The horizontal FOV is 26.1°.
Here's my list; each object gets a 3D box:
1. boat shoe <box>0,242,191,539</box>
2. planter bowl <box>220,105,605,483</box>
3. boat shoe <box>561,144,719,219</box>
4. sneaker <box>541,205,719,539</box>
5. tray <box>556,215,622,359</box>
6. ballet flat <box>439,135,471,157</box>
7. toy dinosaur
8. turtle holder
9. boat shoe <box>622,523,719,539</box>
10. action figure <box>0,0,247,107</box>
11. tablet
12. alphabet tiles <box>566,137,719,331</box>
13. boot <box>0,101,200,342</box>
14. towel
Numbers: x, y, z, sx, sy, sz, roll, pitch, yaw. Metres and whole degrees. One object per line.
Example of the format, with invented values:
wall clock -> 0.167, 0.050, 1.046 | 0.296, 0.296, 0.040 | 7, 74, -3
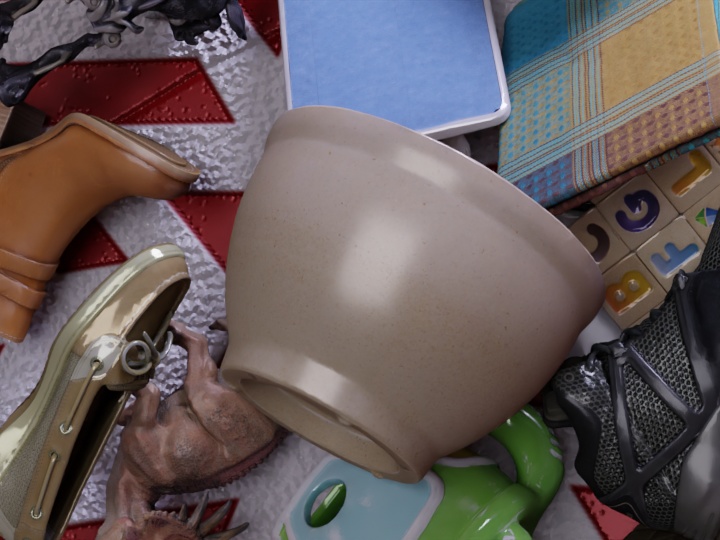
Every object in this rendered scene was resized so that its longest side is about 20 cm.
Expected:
boat shoe -> -0.153, 0.075, 0.900 | 0.063, 0.073, 0.201 | 39, 96, 14
planter bowl -> 0.009, 0.026, 0.813 | 0.200, 0.200, 0.135 | 25, 74, 20
boat shoe -> 0.191, -0.080, 0.879 | 0.200, 0.060, 0.076 | -18, 81, 7
sneaker -> 0.161, 0.036, 0.830 | 0.114, 0.076, 0.200 | 15, 95, 13
tray -> 0.154, 0.022, 0.906 | 0.107, 0.022, 0.200 | -24, 76, 0
ballet flat -> 0.031, -0.083, 0.949 | 0.063, 0.069, 0.200 | -33, 75, -2
toy dinosaur -> -0.095, 0.107, 0.958 | 0.200, 0.086, 0.136 | -37, 73, 7
turtle holder -> 0.033, 0.147, 0.874 | 0.132, 0.141, 0.186 | 35, 106, 19
boat shoe -> 0.175, 0.183, 0.870 | 0.200, 0.072, 0.068 | -35, 107, 3
action figure -> -0.149, -0.183, 0.978 | 0.200, 0.119, 0.102 | -23, 42, 2
tablet -> 0.015, -0.152, 0.939 | 0.130, 0.014, 0.200 | -12, 54, 8
alphabet tiles -> 0.212, -0.039, 0.852 | 0.200, 0.006, 0.166 | -38, 98, 12
boot -> -0.203, -0.026, 1.018 | 0.200, 0.074, 0.155 | 15, 87, 32
towel -> 0.139, -0.114, 0.862 | 0.147, 0.022, 0.200 | -27, 36, 29
